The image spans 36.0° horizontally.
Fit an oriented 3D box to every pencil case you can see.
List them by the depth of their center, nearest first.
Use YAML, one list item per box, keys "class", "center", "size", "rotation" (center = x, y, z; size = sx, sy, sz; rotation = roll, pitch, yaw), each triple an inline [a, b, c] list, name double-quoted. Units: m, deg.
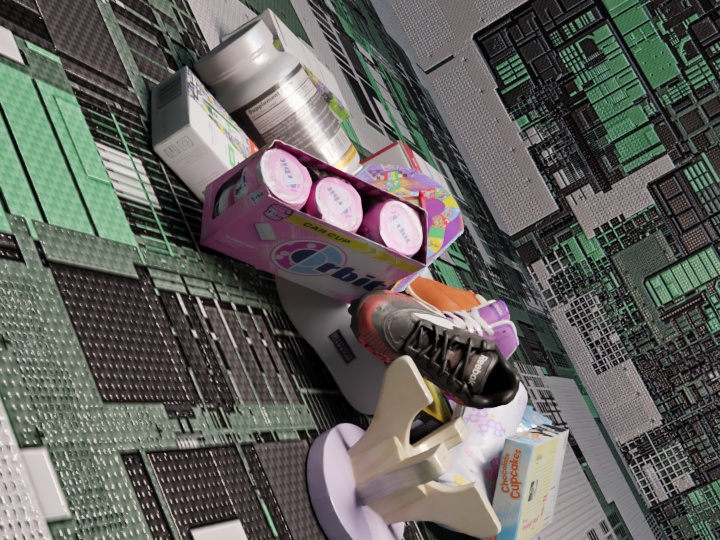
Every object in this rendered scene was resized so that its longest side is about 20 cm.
- class: "pencil case"
  center: [0.130, 0.199, 1.265]
  size: [0.091, 0.083, 0.201]
  rotation: [59, 38, -30]

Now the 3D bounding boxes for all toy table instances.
- class: "toy table"
  center: [0.039, 0.187, 1.036]
  size: [0.185, 0.117, 0.200]
  rotation: [59, 13, -9]

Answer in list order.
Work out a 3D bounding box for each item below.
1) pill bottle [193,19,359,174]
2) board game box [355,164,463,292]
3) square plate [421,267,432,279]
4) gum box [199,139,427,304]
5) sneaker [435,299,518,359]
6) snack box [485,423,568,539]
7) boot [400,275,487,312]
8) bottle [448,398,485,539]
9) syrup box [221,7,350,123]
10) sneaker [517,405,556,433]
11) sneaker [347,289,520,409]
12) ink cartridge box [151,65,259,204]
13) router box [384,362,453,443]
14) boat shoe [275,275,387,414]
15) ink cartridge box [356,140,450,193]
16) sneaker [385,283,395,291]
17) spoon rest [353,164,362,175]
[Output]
- class: "pill bottle"
  center: [-0.097, -0.176, 1.272]
  size: [0.201, 0.116, 0.117]
  rotation: [56, 15, -17]
- class: "board game box"
  center: [0.027, -0.063, 1.317]
  size: [0.158, 0.200, 0.039]
  rotation: [35, -30, 24]
- class: "square plate"
  center: [0.085, 0.040, 1.668]
  size: [0.200, 0.028, 0.199]
  rotation: [41, 23, -54]
- class: "gum box"
  center: [-0.046, -0.043, 1.052]
  size: [0.199, 0.113, 0.067]
  rotation: [22, 56, -34]
- class: "sneaker"
  center: [0.096, 0.059, 1.194]
  size: [0.200, 0.114, 0.073]
  rotation: [29, 22, -46]
- class: "snack box"
  center: [0.194, 0.243, 1.267]
  size: [0.200, 0.037, 0.117]
  rotation: [9, 91, -69]
- class: "boot"
  center: [0.102, 0.047, 1.475]
  size: [0.200, 0.107, 0.076]
  rotation: [-134, -141, -52]
- class: "bottle"
  center: [0.137, 0.242, 1.366]
  size: [0.084, 0.065, 0.201]
  rotation: [70, 2, -51]
- class: "syrup box"
  center: [-0.098, -0.261, 1.505]
  size: [0.200, 0.078, 0.082]
  rotation: [35, 29, -60]
- class: "sneaker"
  center: [0.192, 0.212, 1.456]
  size: [0.200, 0.089, 0.079]
  rotation: [-178, -95, -72]
- class: "sneaker"
  center: [0.080, 0.080, 1.094]
  size: [0.200, 0.071, 0.098]
  rotation: [33, -10, -25]
- class: "ink cartridge box"
  center: [-0.133, -0.100, 1.128]
  size: [0.200, 0.050, 0.109]
  rotation: [49, 18, -38]
- class: "router box"
  center: [0.040, 0.104, 1.331]
  size: [0.157, 0.052, 0.201]
  rotation: [38, 27, -59]
- class: "boat shoe"
  center: [-0.025, 0.058, 1.167]
  size: [0.201, 0.072, 0.066]
  rotation: [56, -1, 2]
- class: "ink cartridge box"
  center: [0.038, -0.085, 1.501]
  size: [0.083, 0.145, 0.200]
  rotation: [66, 15, 17]
- class: "sneaker"
  center: [0.000, 0.000, 1.190]
  size: [0.078, 0.200, 0.066]
  rotation: [44, 57, -1]
- class: "spoon rest"
  center: [-0.086, -0.179, 1.370]
  size: [0.200, 0.061, 0.099]
  rotation: [47, -26, -10]
